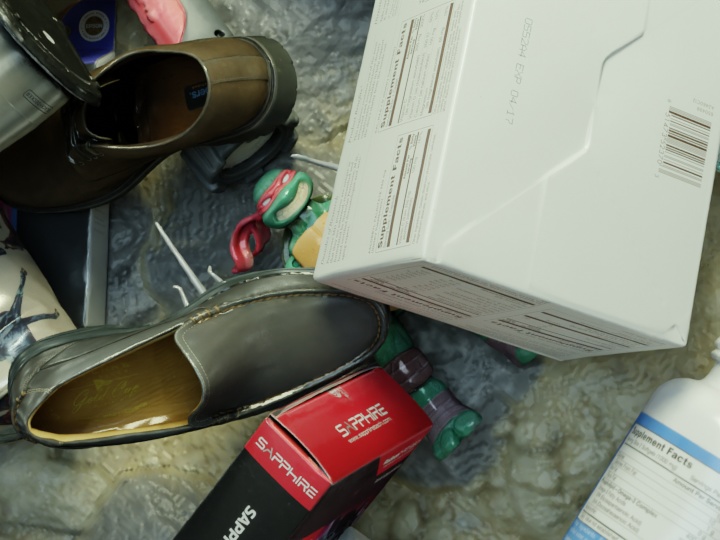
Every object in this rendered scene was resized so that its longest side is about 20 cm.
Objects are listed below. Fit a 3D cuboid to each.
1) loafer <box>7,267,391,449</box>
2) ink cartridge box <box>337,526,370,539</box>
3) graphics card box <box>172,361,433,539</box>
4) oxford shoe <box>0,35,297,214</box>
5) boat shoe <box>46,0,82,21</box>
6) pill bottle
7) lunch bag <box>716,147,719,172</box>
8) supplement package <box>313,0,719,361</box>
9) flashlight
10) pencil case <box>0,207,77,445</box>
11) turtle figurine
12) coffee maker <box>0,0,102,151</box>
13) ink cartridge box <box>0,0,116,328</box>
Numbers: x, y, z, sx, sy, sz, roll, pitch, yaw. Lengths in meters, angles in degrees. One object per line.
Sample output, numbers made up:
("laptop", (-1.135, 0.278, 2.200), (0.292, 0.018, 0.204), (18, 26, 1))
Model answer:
("loafer", (-0.078, 0.051, 1.051), (0.199, 0.072, 0.073), (-18, 105, -2))
("ink cartridge box", (0.050, 0.224, 1.018), (0.200, 0.147, 0.083), (38, 91, -5))
("graphics card box", (-0.057, 0.144, 1.063), (0.051, 0.125, 0.200), (43, 113, 12))
("oxford shoe", (-0.137, -0.082, 1.120), (0.200, 0.084, 0.073), (-22, 81, 33))
("boat shoe", (-0.182, -0.181, 1.158), (0.200, 0.072, 0.076), (-47, 52, 17))
("pill bottle", (0.173, 0.125, 1.056), (0.112, 0.112, 0.200), (33, 88, 15))
("lunch bag", (0.262, -0.124, 1.063), (0.160, 0.077, 0.201), (26, 113, 18))
("supplement package", (0.086, -0.073, 1.041), (0.155, 0.111, 0.201), (18, 76, -26))
("flashlight", (-0.114, -0.138, 1.186), (0.068, 0.068, 0.200), (-43, 74, 18))
("pencil case", (-0.224, -0.002, 1.140), (0.078, 0.089, 0.200), (-41, 74, 24))
("turtle figurine", (0.000, 0.000, 1.121), (0.200, 0.101, 0.150), (40, 106, 0))
("coffee maker", (-0.259, -0.098, 1.071), (0.200, 0.135, 0.192), (-37, 41, 5))
("ink cartridge box", (-0.192, -0.062, 1.208), (0.094, 0.037, 0.201), (-1, 79, 13))
